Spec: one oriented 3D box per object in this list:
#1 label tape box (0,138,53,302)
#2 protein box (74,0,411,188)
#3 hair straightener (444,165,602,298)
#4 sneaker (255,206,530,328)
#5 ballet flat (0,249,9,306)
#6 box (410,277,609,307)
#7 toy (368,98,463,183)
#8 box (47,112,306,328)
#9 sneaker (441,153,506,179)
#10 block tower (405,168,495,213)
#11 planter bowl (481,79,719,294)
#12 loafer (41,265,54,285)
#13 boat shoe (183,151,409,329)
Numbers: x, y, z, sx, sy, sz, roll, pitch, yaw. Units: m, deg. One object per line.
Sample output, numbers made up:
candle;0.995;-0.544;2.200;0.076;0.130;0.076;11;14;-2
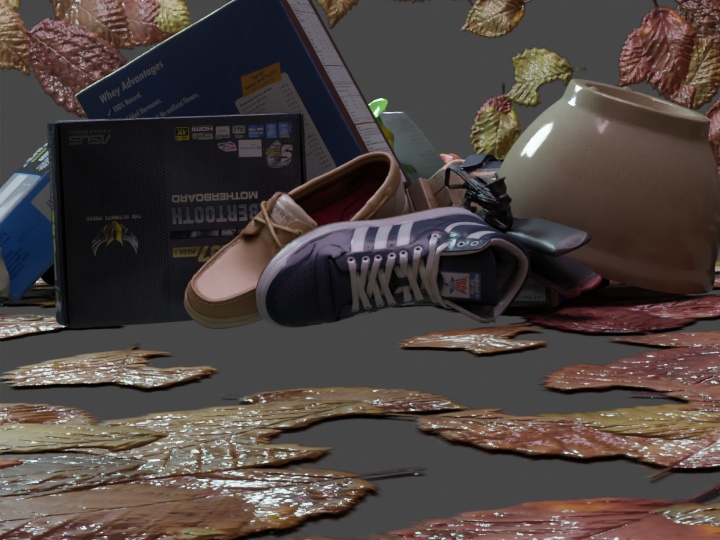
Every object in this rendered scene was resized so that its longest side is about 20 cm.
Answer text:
label tape box;-0.309;-0.051;1.760;0.144;0.063;0.200;-49;18;-11
protein box;-0.097;-0.110;1.628;0.198;0.201;0.135;-29;-1;12
hair straightener;0.117;-0.045;1.460;0.041;0.077;0.200;-23;27;-14
sneaker;0.029;0.006;1.391;0.199;0.071;0.108;-16;25;-25
ballet flat;-0.375;0.008;1.573;0.067;0.063;0.199;1;6;37
box;0.129;0.005;1.557;0.120;0.033;0.200;0;7;23
toy;0.070;-0.094;1.883;0.115;0.047;0.200;2;-38;51
box;-0.140;-0.041;1.483;0.198;0.159;0.051;-3;5;-17
sneaker;0.126;-0.076;1.777;0.199;0.080;0.078;-25;-27;17
block tower;0.126;-0.042;1.692;0.199;0.058;0.054;6;-34;-42
planter bowl;0.209;-0.077;1.553;0.199;0.136;0.200;14;11;-3
loafer;-0.243;-0.006;1.730;0.063;0.072;0.200;-25;7;-20
boat shoe;-0.050;-0.030;1.439;0.199;0.069;0.074;-33;55;-24
